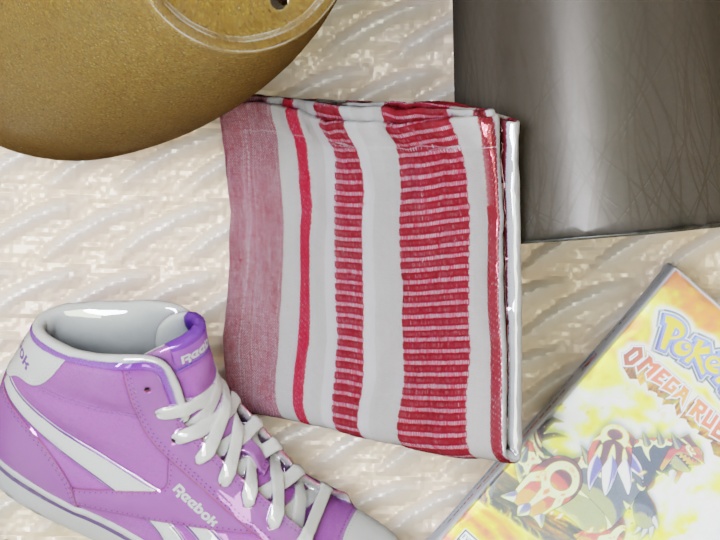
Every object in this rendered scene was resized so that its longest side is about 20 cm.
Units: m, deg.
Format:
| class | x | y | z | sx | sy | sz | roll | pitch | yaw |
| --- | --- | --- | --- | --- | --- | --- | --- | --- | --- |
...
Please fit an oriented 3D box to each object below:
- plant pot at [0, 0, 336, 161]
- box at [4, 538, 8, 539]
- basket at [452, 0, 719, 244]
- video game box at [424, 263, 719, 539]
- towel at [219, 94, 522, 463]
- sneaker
| class | x | y | z | sx | sy | sz | roll | pitch | yaw |
| --- | --- | --- | --- | --- | --- | --- | --- | --- | --- |
| plant pot | -0.084 | -0.134 | 1.099 | 0.186 | 0.200 | 0.187 | -2 | 94 | -23 |
| box | -0.190 | 0.224 | 1.236 | 0.075 | 0.050 | 0.200 | 34 | 93 | -6 |
| basket | 0.100 | -0.116 | 1.155 | 0.136 | 0.180 | 0.201 | -4 | 92 | 16 |
| video game box | 0.155 | 0.129 | 1.234 | 0.200 | 0.047 | 0.182 | 41 | 91 | 0 |
| towel | 0.000 | 0.000 | 1.155 | 0.023 | 0.200 | 0.144 | -6 | 98 | -34 |
| sneaker | -0.061 | 0.080 | 1.188 | 0.200 | 0.073 | 0.114 | 22 | 127 | -2 |
